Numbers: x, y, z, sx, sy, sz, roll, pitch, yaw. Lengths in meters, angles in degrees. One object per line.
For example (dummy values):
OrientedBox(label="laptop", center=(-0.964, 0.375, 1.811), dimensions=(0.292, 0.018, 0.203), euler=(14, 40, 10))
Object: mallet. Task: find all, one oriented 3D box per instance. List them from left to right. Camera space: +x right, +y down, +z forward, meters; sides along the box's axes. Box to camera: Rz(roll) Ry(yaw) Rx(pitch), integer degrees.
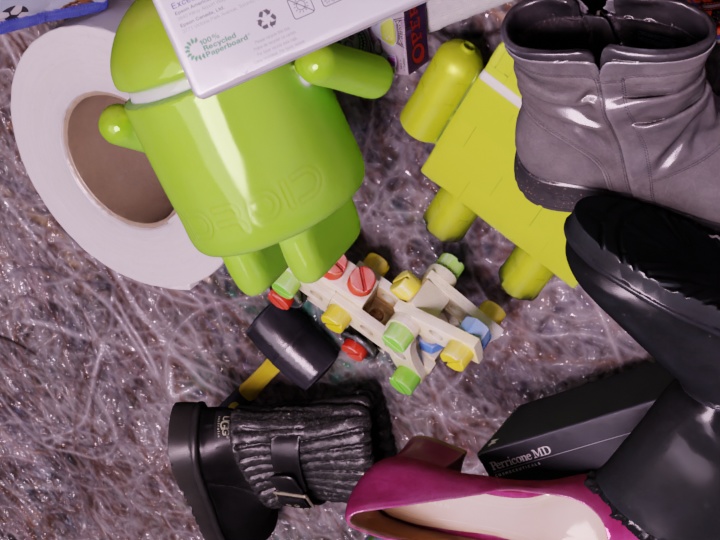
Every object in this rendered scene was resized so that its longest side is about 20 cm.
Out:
OrientedBox(label="mallet", center=(-0.090, 0.083, 1.198), dimensions=(0.066, 0.041, 0.200), euler=(49, 140, -4))

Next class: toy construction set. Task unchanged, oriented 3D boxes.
OrientedBox(label="toy construction set", center=(0.000, 0.000, 1.028), dimensions=(0.200, 0.092, 0.131), euler=(49, 161, 9))

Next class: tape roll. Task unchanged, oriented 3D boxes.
OrientedBox(label="tape roll", center=(-0.146, -0.090, 1.091), dimensions=(0.202, 0.071, 0.203), euler=(19, 129, 25))

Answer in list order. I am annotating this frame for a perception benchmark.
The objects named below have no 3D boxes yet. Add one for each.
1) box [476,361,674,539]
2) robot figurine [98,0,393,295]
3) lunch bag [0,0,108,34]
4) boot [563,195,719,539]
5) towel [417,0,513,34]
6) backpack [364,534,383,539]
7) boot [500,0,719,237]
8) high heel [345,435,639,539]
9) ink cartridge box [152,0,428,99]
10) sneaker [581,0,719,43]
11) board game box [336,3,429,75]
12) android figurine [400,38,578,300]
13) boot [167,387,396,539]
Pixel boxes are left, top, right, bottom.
OrientedBox(label="box", center=(0.194, 0.131, 0.950), dimensions=(0.199, 0.079, 0.142), euler=(-21, 102, 32))
OrientedBox(label="robot figurine", center=(-0.072, -0.089, 0.918), dimensions=(0.175, 0.116, 0.201), euler=(-12, 112, 35))
OrientedBox(label="lunch bag", center=(-0.246, -0.278, 0.999), dimensions=(0.200, 0.124, 0.170), euler=(52, 142, 27))
OrientedBox(label="boot", center=(0.170, 0.068, 0.832), dimensions=(0.198, 0.073, 0.163), euler=(26, 125, 1))
OrientedBox(label="towel", center=(-0.007, -0.223, 0.916), dimensions=(0.199, 0.035, 0.193), euler=(-10, 113, 42))
OrientedBox(label="backpack", center=(0.041, 0.286, 1.121), dimensions=(0.183, 0.200, 0.147), euler=(48, 138, -2))
OrientedBox(label="boot", center=(0.171, -0.080, 0.793), dimensions=(0.199, 0.070, 0.132), euler=(0, 147, 6))
OrientedBox(label="high heel", center=(0.092, 0.152, 0.909), dimensions=(0.199, 0.096, 0.068), euler=(22, 118, 19))
OrientedBox(label="ink cartridge box", center=(-0.035, -0.219, 0.811), dimensions=(0.196, 0.043, 0.201), euler=(-22, 99, 6))
OrientedBox(label="sneaker", center=(0.173, -0.141, 0.805), dimensions=(0.199, 0.078, 0.076), euler=(12, 127, 31))
OrientedBox(label="board game box", center=(-0.023, -0.216, 0.900), dimensions=(0.120, 0.032, 0.201), euler=(15, 125, 33))
OrientedBox(label="android figurine", center=(0.113, -0.068, 0.928), dimensions=(0.182, 0.041, 0.200), euler=(39, 137, 4))
OrientedBox(label="boot", center=(-0.048, 0.159, 1.188), dimensions=(0.157, 0.080, 0.211), euler=(-4, 153, 7))
